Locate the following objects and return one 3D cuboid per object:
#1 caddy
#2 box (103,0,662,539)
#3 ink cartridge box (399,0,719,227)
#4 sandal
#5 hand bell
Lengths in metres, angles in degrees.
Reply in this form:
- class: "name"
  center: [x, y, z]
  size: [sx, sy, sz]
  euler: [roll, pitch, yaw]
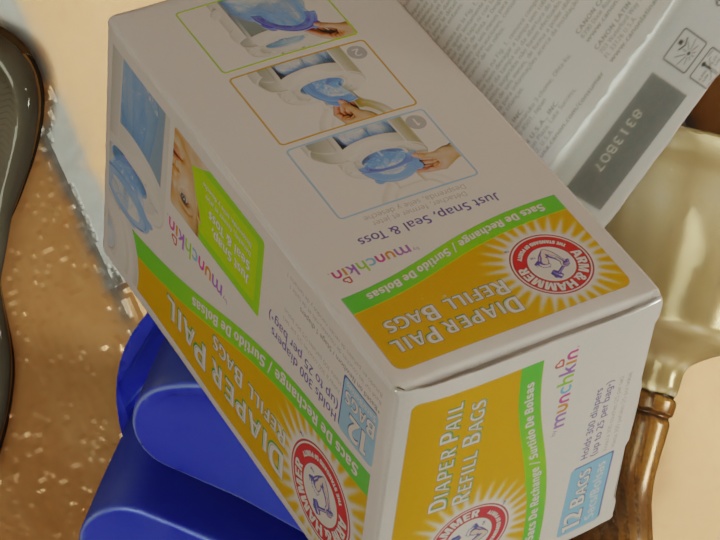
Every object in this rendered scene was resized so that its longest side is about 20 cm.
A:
- class: "caddy"
  center: [-0.009, 0.086, 0.983]
  size: [0.199, 0.105, 0.142]
  euler: [29, 125, 2]
- class: "box"
  center: [0.000, 0.000, 0.874]
  size: [0.101, 0.200, 0.113]
  euler: [-18, 138, -25]
- class: "ink cartridge box"
  center: [0.065, -0.131, 0.933]
  size: [0.057, 0.200, 0.163]
  euler: [26, 105, -41]
- class: "sandal"
  center: [-0.170, 0.002, 1.012]
  size: [0.081, 0.055, 0.202]
  euler: [16, 100, 5]
- class: "hand bell"
  center: [0.101, 0.055, 0.934]
  size: [0.103, 0.104, 0.202]
  euler: [15, 84, 5]
